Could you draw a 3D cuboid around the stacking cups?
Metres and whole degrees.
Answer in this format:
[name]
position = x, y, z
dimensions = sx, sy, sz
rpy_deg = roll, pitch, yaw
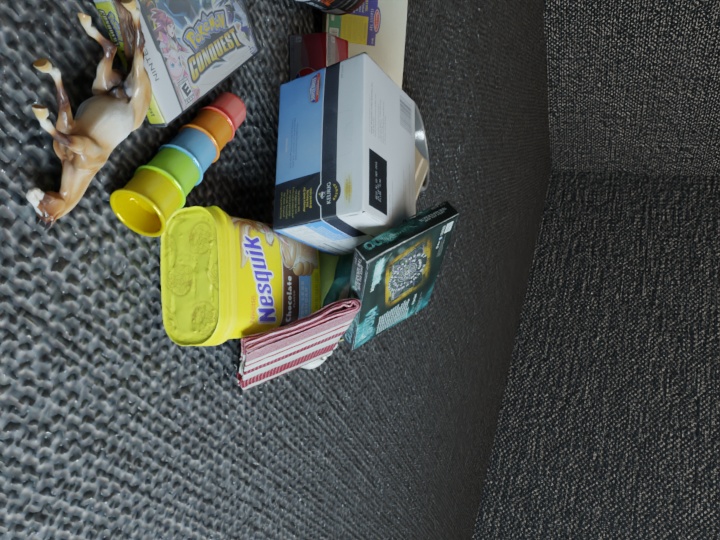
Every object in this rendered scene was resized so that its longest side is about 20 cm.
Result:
[stacking cups]
position = -0.187, -0.127, 0.616
dimensions = 0.061, 0.060, 0.200
rpy_deg = 70, 32, -44

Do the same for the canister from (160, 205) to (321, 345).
[canister]
position = -0.133, 0.010, 0.691
dimensions = 0.200, 0.086, 0.149
rpy_deg = 6, 80, -61

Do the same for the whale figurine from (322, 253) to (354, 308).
[whale figurine]
position = 0.000, 0.000, 0.811
dimensions = 0.200, 0.104, 0.159
rpy_deg = -35, 159, -51

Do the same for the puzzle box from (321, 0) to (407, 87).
[puzzle box]
position = 0.004, -0.331, 0.898
dimensions = 0.132, 0.025, 0.201
rpy_deg = -1, 103, -20

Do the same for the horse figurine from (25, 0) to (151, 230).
[horse figurine]
position = -0.223, -0.143, 0.489
dimensions = 0.133, 0.050, 0.201
rpy_deg = 106, 0, -60

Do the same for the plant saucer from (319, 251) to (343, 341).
[plant saucer]
position = -0.060, 0.009, 0.867
dimensions = 0.199, 0.031, 0.201
rpy_deg = 7, 79, -40

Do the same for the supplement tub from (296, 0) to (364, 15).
[supplement tub]
position = -0.067, -0.401, 0.742
dimensions = 0.200, 0.107, 0.107
rpy_deg = -26, 119, -61

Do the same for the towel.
[towel]
position = -0.084, 0.096, 0.724
dimensions = 0.023, 0.144, 0.200
rpy_deg = 64, -22, 16

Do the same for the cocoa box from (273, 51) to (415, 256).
[cocoa box]
position = -0.017, -0.134, 0.718
dimensions = 0.133, 0.131, 0.201
rpy_deg = 23, 64, -55

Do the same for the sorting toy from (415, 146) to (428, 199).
[sorting toy]
position = 0.034, -0.145, 0.928
dimensions = 0.200, 0.036, 0.186
rpy_deg = 35, 73, -56

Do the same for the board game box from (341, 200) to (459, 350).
[board game box]
position = 0.044, 0.012, 0.720
dimensions = 0.135, 0.028, 0.200
rpy_deg = -28, 152, -24

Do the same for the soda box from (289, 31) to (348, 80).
[soda box]
position = -0.061, -0.237, 0.845
dimensions = 0.070, 0.063, 0.201
rpy_deg = -23, 116, -62

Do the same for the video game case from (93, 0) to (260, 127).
[video game case]
position = -0.188, -0.280, 0.603
dimensions = 0.200, 0.025, 0.181
rpy_deg = -59, 146, -41

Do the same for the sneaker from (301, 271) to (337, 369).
[sneaker]
position = -0.065, 0.059, 0.917
dimensions = 0.081, 0.075, 0.201
rpy_deg = 44, 54, -39

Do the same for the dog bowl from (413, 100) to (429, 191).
[dog bowl]
position = 0.088, -0.240, 1.124
dimensions = 0.200, 0.058, 0.201
rpy_deg = -6, 90, -71
